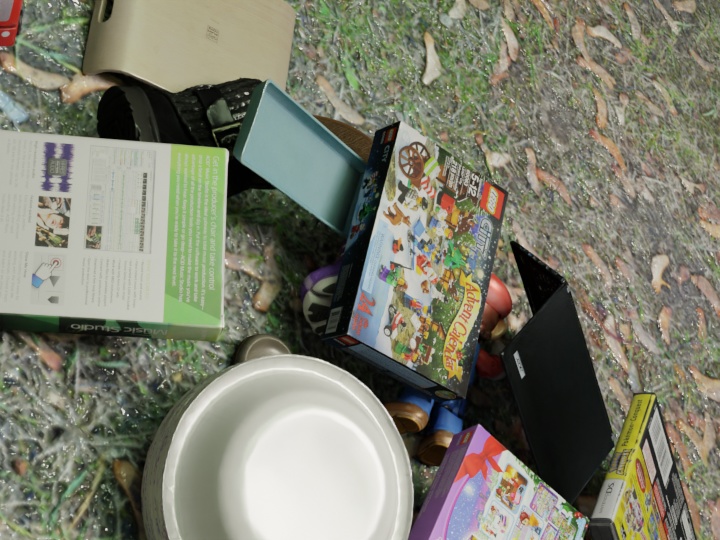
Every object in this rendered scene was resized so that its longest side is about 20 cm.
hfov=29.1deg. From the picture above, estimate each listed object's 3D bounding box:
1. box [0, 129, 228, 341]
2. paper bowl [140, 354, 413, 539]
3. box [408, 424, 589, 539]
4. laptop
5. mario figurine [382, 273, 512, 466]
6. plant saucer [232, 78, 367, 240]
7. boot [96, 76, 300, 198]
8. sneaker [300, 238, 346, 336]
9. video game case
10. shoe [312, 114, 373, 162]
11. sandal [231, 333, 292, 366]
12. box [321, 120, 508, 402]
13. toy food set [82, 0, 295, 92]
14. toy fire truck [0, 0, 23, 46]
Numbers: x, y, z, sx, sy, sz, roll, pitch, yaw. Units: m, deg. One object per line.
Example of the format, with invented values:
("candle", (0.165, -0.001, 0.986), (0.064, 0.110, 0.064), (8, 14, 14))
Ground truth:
("box", (-0.197, -0.026, 1.018), (0.197, 0.036, 0.147), (4, 68, -10))
("paper bowl", (-0.054, 0.163, 1.014), (0.198, 0.104, 0.204), (5, 78, -24))
("box", (0.099, 0.245, 1.120), (0.137, 0.039, 0.201), (41, 51, -15))
("laptop", (0.161, 0.096, 1.280), (0.102, 0.200, 0.179), (-23, 113, -8))
("mario figurine", (0.076, 0.081, 1.281), (0.201, 0.105, 0.124), (-64, 148, -34))
("plant saucer", (-0.045, -0.087, 1.147), (0.200, 0.019, 0.071), (36, 69, -59))
("boot", (-0.119, -0.059, 1.134), (0.156, 0.079, 0.214), (-4, 79, -40))
("sneaker", (0.000, 0.000, 1.257), (0.084, 0.081, 0.199), (47, 30, 14))
("video game case", (0.272, 0.251, 1.318), (0.181, 0.025, 0.202), (-57, 134, -47))
("shoe", (0.010, -0.083, 1.293), (0.198, 0.054, 0.070), (26, 35, 4))
("sandal", (-0.055, 0.139, 1.112), (0.081, 0.054, 0.203), (12, 57, -38))
("box", (0.051, -0.007, 1.190), (0.136, 0.037, 0.203), (29, 63, -31))
("toy food set", (-0.148, -0.200, 1.247), (0.198, 0.060, 0.146), (22, 63, -31))
("toy fire truck", (-0.276, -0.297, 1.106), (0.048, 0.141, 0.202), (11, 55, -14))
